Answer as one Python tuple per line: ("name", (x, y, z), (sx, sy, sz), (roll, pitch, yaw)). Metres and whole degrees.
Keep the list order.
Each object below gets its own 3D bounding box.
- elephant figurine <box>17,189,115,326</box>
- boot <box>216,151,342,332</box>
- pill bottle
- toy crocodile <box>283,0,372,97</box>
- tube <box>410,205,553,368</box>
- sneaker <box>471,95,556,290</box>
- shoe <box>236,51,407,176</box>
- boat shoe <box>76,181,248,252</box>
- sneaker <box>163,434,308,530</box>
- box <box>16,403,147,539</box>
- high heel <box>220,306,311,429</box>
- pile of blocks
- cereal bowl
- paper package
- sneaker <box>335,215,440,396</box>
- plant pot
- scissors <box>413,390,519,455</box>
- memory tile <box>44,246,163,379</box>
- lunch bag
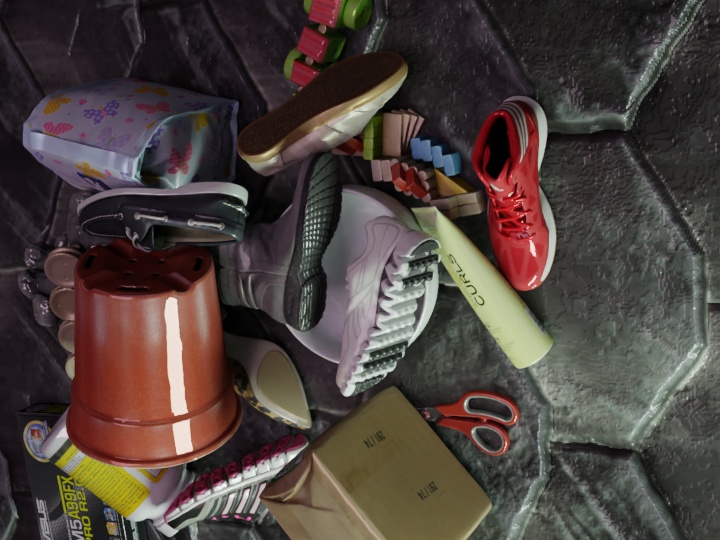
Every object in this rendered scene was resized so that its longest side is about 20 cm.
("elephant figurine", (-0.314, -0.006, 1.393), (0.199, 0.155, 0.143), (-25, 82, 38))
("boot", (-0.096, -0.041, 1.228), (0.131, 0.070, 0.202), (20, 108, 29))
("pill bottle", (-0.294, 0.243, 1.453), (0.200, 0.113, 0.112), (41, 120, -10))
("toy crocodile", (-0.041, -0.250, 1.238), (0.067, 0.062, 0.202), (27, 114, 19))
("tube", (0.123, 0.012, 1.195), (0.058, 0.052, 0.201), (-29, 105, 37))
("sneaker", (0.143, -0.069, 1.155), (0.078, 0.115, 0.202), (-2, 102, 28))
("shoe", (-0.036, -0.164, 1.212), (0.199, 0.054, 0.070), (-30, 49, 1))
("boat shoe", (-0.214, -0.051, 1.219), (0.198, 0.076, 0.061), (-7, 69, 22))
("sneaker", (-0.140, 0.279, 1.395), (0.199, 0.074, 0.088), (-25, 99, -2))
("box", (-0.381, 0.284, 1.571), (0.159, 0.044, 0.202), (-1, 102, 28))
("high heel", (-0.149, 0.128, 1.413), (0.200, 0.071, 0.142), (48, 147, -8))
("pile of blocks", (0.047, -0.121, 1.225), (0.199, 0.062, 0.083), (32, 116, 17))
("cereal bowl", (0.000, 0.000, 1.269), (0.198, 0.083, 0.202), (7, 106, 27))
("paper package", (0.021, 0.249, 1.248), (0.191, 0.200, 0.103), (50, 123, 6))
("sneaker", (0.015, 0.037, 1.191), (0.081, 0.075, 0.201), (35, 115, 30))
("plant pot", (-0.231, 0.077, 1.261), (0.199, 0.201, 0.197), (15, 120, 24))
("scissors", (0.085, 0.157, 1.307), (0.198, 0.014, 0.074), (12, 111, 26))
("memory tile", (-0.290, 0.059, 1.368), (0.152, 0.017, 0.201), (1, 126, 3))
("lunch bag", (-0.260, -0.143, 1.305), (0.168, 0.200, 0.128), (14, 109, 23))
